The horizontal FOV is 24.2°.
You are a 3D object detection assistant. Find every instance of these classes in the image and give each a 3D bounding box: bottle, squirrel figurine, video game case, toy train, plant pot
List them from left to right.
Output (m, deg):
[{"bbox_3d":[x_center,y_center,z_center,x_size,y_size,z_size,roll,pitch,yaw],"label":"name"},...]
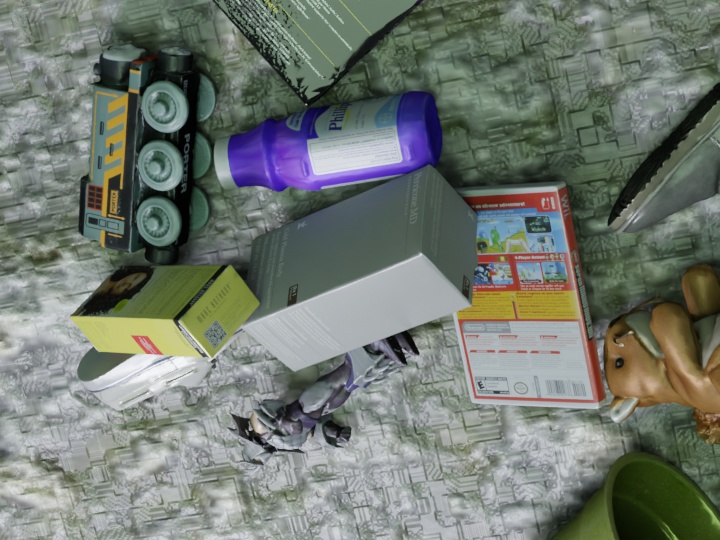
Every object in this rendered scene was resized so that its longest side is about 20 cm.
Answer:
[{"bbox_3d":[-0.197,-0.106,1.521,0.113,0.085,0.202,12,109,19],"label":"toy train"},{"bbox_3d":[-0.029,-0.109,1.479,0.198,0.084,0.066,-8,116,15],"label":"bottle"},{"bbox_3d":[0.138,0.023,1.483,0.142,0.017,0.202,-1,107,42],"label":"video game case"},{"bbox_3d":[0.223,0.298,1.511,0.200,0.200,0.190,47,123,-5],"label":"plant pot"},{"bbox_3d":[0.304,0.096,1.430,0.186,0.142,0.201,-18,118,41],"label":"squirrel figurine"}]

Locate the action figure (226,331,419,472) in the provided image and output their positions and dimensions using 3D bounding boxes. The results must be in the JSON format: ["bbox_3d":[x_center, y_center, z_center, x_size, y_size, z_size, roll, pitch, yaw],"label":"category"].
[{"bbox_3d":[-0.039,0.122,1.538,0.200,0.130,0.070,-42,70,15],"label":"action figure"}]

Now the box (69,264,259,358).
[{"bbox_3d":[-0.179,0.036,1.502,0.199,0.075,0.050,-1,132,51],"label":"box"}]

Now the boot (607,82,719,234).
[{"bbox_3d":[0.337,-0.044,1.435,0.200,0.073,0.182,40,113,-9],"label":"boot"}]

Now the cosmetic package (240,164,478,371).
[{"bbox_3d":[0.000,0.000,1.464,0.199,0.108,0.090,-25,131,30],"label":"cosmetic package"}]

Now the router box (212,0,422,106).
[{"bbox_3d":[-0.056,-0.266,1.453,0.149,0.051,0.200,-40,95,18],"label":"router box"}]

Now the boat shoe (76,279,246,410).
[{"bbox_3d":[-0.169,0.076,1.583,0.199,0.071,0.070,-28,127,15],"label":"boat shoe"}]
